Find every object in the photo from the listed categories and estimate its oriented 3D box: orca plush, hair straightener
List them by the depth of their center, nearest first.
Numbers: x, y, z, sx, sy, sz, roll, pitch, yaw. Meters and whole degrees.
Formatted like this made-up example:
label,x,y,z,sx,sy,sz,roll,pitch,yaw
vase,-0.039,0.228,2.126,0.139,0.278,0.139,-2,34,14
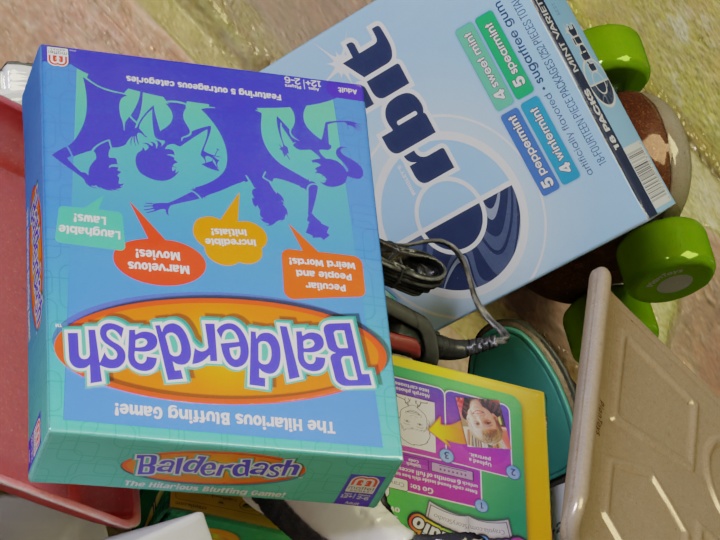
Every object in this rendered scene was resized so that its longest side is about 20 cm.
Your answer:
label,x,y,z,sx,sy,sz,roll,pitch,yaw
orca plush,-0.014,0.075,1.199,0.200,0.105,0.071,34,3,32
hair straightener,0.000,0.000,1.319,0.200,0.041,0.077,17,89,-34

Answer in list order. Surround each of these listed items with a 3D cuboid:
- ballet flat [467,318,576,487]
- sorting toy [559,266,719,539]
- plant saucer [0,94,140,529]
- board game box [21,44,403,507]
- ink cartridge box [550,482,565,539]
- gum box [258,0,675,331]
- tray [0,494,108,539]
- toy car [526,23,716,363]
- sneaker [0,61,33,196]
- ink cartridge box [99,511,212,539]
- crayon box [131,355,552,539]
label,x,y,z,sx,sy,sz,roll,pitch,yaw
ballet flat,0.113,0.120,1.495,0.068,0.068,0.200,-23,95,-67
sorting toy,0.158,0.122,1.311,0.200,0.036,0.185,47,33,-27
plant saucer,-0.182,0.002,1.112,0.200,0.037,0.200,26,45,-42
board game box,-0.067,0.001,1.135,0.152,0.045,0.200,5,55,-17
ink cartridge box,0.133,0.204,1.374,0.200,0.145,0.083,36,40,-33
gum box,0.041,-0.063,1.399,0.170,0.200,0.045,61,30,1
tray,-0.131,0.193,1.135,0.107,0.022,0.200,6,61,-51
toy car,0.080,-0.041,1.541,0.200,0.158,0.164,-3,61,-23
sneaker,-0.119,-0.037,1.283,0.200,0.078,0.090,8,60,-39
ink cartridge box,-0.097,0.213,1.052,0.145,0.083,0.200,-18,87,-59
crayon box,-0.007,0.100,1.274,0.200,0.058,0.119,15,50,-18
